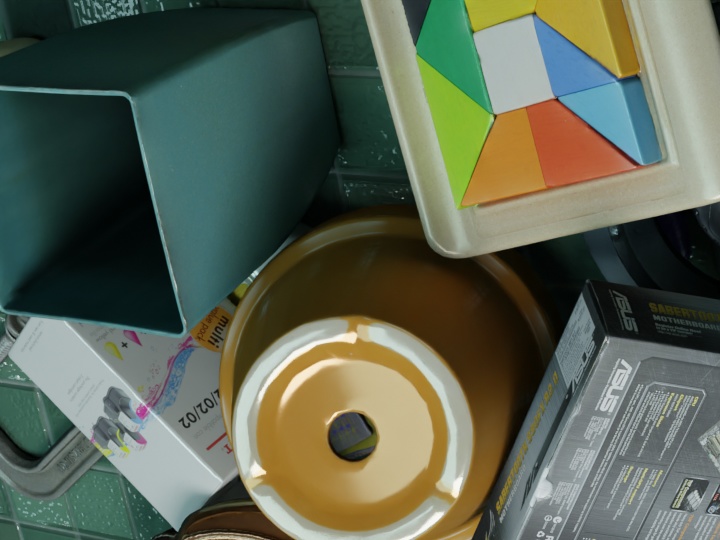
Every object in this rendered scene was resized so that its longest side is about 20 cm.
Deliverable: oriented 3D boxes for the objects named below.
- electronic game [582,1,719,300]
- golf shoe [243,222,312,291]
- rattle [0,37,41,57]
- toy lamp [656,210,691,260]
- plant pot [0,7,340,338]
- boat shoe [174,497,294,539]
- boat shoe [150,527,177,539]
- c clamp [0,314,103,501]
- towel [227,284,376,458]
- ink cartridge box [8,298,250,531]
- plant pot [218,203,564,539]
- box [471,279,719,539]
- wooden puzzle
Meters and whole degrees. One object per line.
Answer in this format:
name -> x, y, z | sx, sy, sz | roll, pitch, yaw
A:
electronic game -> 0.207, -0.043, 1.071 | 0.200, 0.042, 0.200 | 7, 117, 14
golf shoe -> 0.000, 0.000, 1.272 | 0.200, 0.078, 0.097 | 39, 114, 6
rattle -> -0.248, -0.061, 1.317 | 0.130, 0.200, 0.143 | 36, 132, 15
toy lamp -> 0.120, -0.088, 1.127 | 0.058, 0.058, 0.200 | -17, 103, 42
plant pot -> -0.108, -0.076, 1.204 | 0.141, 0.200, 0.141 | 6, 119, 34
boat shoe -> -0.014, 0.192, 1.261 | 0.200, 0.074, 0.076 | 15, 111, -12
boat shoe -> -0.077, 0.259, 1.468 | 0.200, 0.070, 0.070 | 38, 129, 11
c clamp -> -0.258, 0.089, 1.532 | 0.200, 0.027, 0.171 | -35, 92, 44
towel -> -0.079, 0.079, 1.396 | 0.200, 0.023, 0.144 | -23, 101, 43
ink cartridge box -> -0.107, 0.080, 1.323 | 0.200, 0.115, 0.068 | 45, 133, 6
plant pot -> 0.009, 0.071, 1.146 | 0.200, 0.183, 0.200 | 1, 97, 9
box -> 0.158, 0.106, 1.082 | 0.158, 0.048, 0.200 | 8, 125, -17
wooden puzzle -> 0.086, -0.108, 1.060 | 0.200, 0.037, 0.185 | -13, 93, 44
